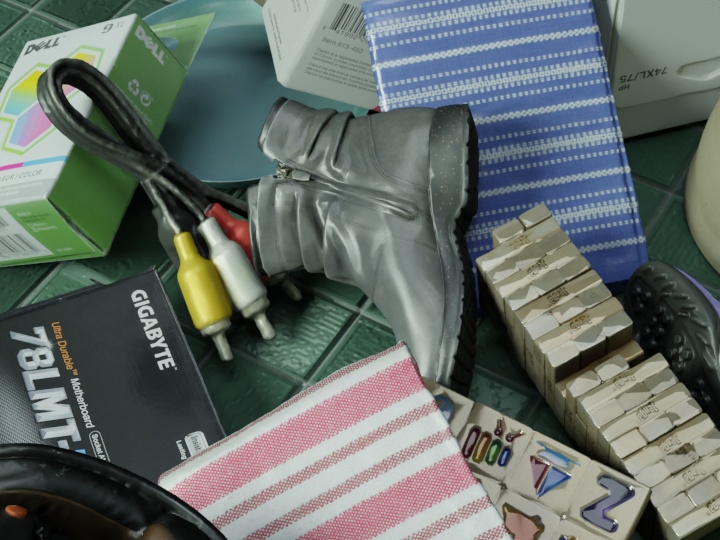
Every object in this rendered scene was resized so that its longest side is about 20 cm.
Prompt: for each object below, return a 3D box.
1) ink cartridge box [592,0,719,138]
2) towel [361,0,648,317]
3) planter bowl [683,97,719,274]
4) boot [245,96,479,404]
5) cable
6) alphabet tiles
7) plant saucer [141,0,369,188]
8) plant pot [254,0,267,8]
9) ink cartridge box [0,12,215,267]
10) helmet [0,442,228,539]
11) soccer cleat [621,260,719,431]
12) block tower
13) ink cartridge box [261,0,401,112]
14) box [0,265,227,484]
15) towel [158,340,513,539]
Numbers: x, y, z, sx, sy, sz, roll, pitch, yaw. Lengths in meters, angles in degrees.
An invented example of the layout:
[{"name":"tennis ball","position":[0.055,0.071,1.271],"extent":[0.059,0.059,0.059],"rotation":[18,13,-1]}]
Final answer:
[{"name":"ink cartridge box","position":[0.201,-0.217,0.928],"extent":[0.145,0.147,0.201],"rotation":[-13,49,-8]},{"name":"towel","position":[0.088,-0.076,0.820],"extent":[0.143,0.024,0.202],"rotation":[-11,88,-4]},{"name":"planter bowl","position":[0.304,-0.081,0.812],"extent":[0.198,0.135,0.202],"rotation":[-1,49,1]},{"name":"boot","position":[0.000,0.000,0.777],"extent":[0.130,0.070,0.202],"rotation":[0,74,11]},{"name":"cable","position":[-0.104,-0.049,0.799],"extent":[0.050,0.201,0.097],"rotation":[-18,18,47]},{"name":"alphabet tiles","position":[0.075,0.164,0.655],"extent":[0.199,0.008,0.168],"rotation":[25,75,22]},{"name":"plant saucer","position":[-0.085,-0.124,0.942],"extent":[0.198,0.028,0.201],"rotation":[-2,48,2]},{"name":"plant pot","position":[-0.038,-0.279,0.953],"extent":[0.198,0.201,0.180],"rotation":[-7,43,-3]},{"name":"ink cartridge box","position":[-0.178,-0.102,0.861],"extent":[0.103,0.059,0.201],"rotation":[-5,52,36]},{"name":"helmet","position":[-0.143,0.192,0.560],"extent":[0.198,0.192,0.201],"rotation":[22,27,-12]},{"name":"soccer cleat","position":[0.218,0.068,0.742],"extent":[0.073,0.069,0.200],"rotation":[-4,40,-33]},{"name":"block tower","position":[0.132,0.060,0.731],"extent":[0.054,0.058,0.201],"rotation":[-28,58,-9]},{"name":"ink cartridge box","position":[0.045,-0.199,0.856],"extent":[0.143,0.201,0.085],"rotation":[11,43,-27]},{"name":"box","position":[-0.172,0.107,0.731],"extent":[0.197,0.050,0.201],"rotation":[-19,51,-12]},{"name":"towel","position":[0.003,0.151,0.645],"extent":[0.145,0.030,0.201],"rotation":[-27,68,-2]}]
